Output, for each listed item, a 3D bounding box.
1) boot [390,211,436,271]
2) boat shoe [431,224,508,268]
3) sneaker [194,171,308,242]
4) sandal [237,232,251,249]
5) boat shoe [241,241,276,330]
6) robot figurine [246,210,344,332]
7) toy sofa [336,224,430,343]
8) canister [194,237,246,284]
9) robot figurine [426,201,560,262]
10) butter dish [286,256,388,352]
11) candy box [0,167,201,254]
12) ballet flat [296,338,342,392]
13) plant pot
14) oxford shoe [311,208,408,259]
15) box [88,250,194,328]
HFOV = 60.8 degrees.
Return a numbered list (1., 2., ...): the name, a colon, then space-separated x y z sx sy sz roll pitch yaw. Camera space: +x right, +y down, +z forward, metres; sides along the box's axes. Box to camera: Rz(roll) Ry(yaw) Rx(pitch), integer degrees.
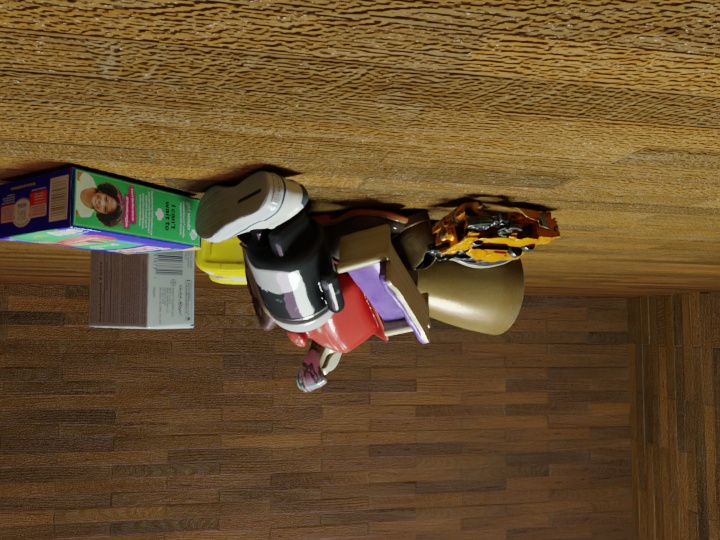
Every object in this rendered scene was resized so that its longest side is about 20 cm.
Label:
1. boot: 0.071 -0.027 1.018 0.072 0.077 0.200 -18 171 -18
2. boat shoe: 0.189 -0.045 1.060 0.195 0.074 0.065 8 178 -12
3. sneaker: -0.142 -0.072 0.775 0.070 0.075 0.198 12 168 -41
4. sandal: -0.182 -0.059 1.007 0.078 0.061 0.204 -4 174 43
5. boat shoe: -0.173 0.012 1.061 0.071 0.202 0.072 5 138 -38
6. robot figurine: -0.097 -0.002 0.920 0.122 0.152 0.203 -14 132 -1
7. toy sofa: 0.040 0.033 0.939 0.081 0.099 0.201 -12 141 20
8. canister: -0.253 -0.024 1.262 0.145 0.089 0.200 1 173 -4
9. robot figurine: 0.192 -0.055 0.912 0.196 0.060 0.144 4 158 -32
10. butter dish: -0.071 0.069 1.083 0.198 0.148 0.201 29 156 37
11. candy box: -0.339 -0.070 0.813 0.166 0.079 0.199 -3 175 33
12. ballet flat: -0.065 0.147 1.152 0.070 0.070 0.202 -9 -148 16
13. plant pot: 0.173 0.023 1.162 0.196 0.191 0.186 4 174 -21
14. oxford shoe: -0.007 -0.053 0.964 0.197 0.074 0.070 -5 170 44
15. box: -0.401 0.012 1.126 0.197 0.189 0.104 -3 176 38
